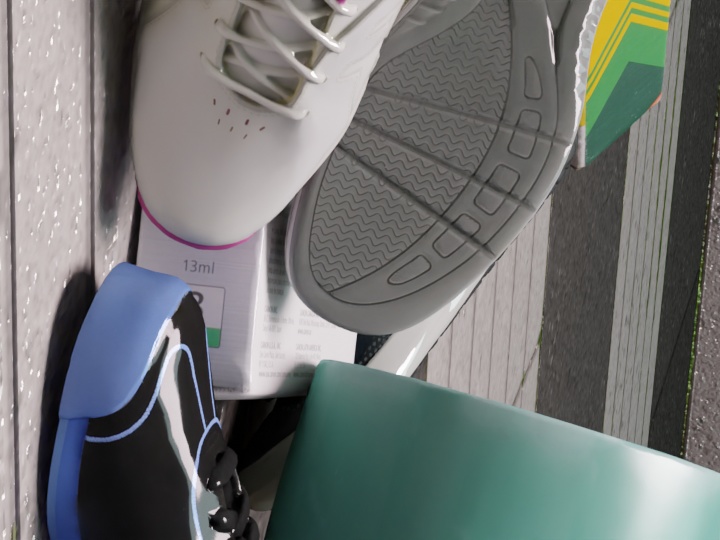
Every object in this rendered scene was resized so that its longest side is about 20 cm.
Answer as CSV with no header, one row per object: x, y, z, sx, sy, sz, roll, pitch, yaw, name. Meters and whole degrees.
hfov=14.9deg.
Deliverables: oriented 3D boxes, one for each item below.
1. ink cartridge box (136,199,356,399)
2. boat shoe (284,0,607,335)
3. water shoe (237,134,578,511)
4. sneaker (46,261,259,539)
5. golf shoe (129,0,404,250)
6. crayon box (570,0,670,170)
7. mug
-0.029,-0.058,0.924,0.161,0.050,0.201,11,83,-78,ink cartridge box
0.035,-0.074,0.871,0.203,0.074,0.065,-66,-168,-3,boat shoe
0.000,0.000,1.050,0.200,0.079,0.072,-52,-179,-16,water shoe
-0.050,0.097,0.827,0.070,0.077,0.201,-54,150,-66,sneaker
-0.016,-0.092,0.778,0.092,0.075,0.201,-85,-161,-73,golf shoe
0.059,-0.130,1.047,0.051,0.127,0.200,-41,164,-10,crayon box
0.052,0.110,0.917,0.185,0.152,0.115,23,82,-46,mug
